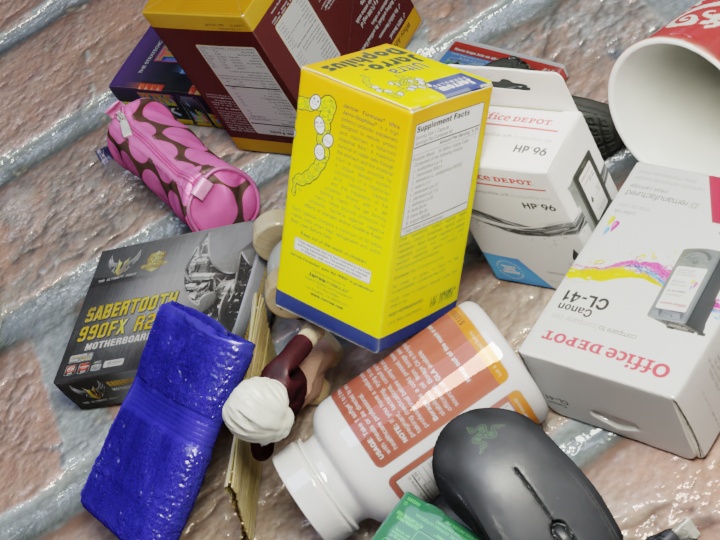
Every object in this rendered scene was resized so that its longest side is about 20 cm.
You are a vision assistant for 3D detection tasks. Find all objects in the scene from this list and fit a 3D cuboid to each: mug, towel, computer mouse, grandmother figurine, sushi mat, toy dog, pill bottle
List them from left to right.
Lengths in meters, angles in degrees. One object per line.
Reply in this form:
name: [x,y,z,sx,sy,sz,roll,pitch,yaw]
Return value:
towel: [-0.165,0.130,1.338,0.148,0.049,0.201,21,90,60]
sushi mat: [-0.090,0.123,1.340,0.012,0.096,0.201,0,49,6]
grandmother figurine: [-0.064,0.098,1.284,0.060,0.200,0.122,12,97,10]
toy dog: [0.000,0.000,1.419,0.199,0.097,0.132,4,50,16]
pill bottle: [0.036,0.122,1.249,0.200,0.112,0.112,-34,42,-1]
computer mouse: [0.131,0.167,1.134,0.138,0.053,0.200,-38,66,-16]
mug: [0.319,-0.153,1.316,0.133,0.178,0.200,-4,29,50]

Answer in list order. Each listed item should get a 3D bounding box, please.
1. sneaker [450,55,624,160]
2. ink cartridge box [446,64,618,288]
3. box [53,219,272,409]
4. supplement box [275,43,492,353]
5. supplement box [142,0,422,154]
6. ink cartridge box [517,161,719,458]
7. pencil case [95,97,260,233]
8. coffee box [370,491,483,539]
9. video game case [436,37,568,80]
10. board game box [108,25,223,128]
sneaker: [0.147,-0.151,1.441,0.199,0.076,0.091,11,55,21]
ink cartridge box: [0.134,-0.071,1.297,0.116,0.200,0.068,9,57,37]
box: [-0.172,0.040,1.488,0.199,0.048,0.159,-10,48,30]
supplement box: [0.016,-0.058,1.247,0.109,0.201,0.109,25,30,31]
supplement box: [-0.070,-0.250,1.585,0.132,0.200,0.198,9,58,37]
ink cartridge box: [0.236,0.025,1.235,0.147,0.086,0.200,15,60,40]
pencil case: [-0.181,-0.101,1.599,0.091,0.094,0.200,-43,44,-10]
coffee box: [0.026,0.270,1.154,0.123,0.044,0.200,27,69,28]
video game case: [0.085,-0.132,1.519,0.143,0.017,0.200,22,66,42]
board game box: [-0.154,-0.249,1.743,0.165,0.057,0.201,9,57,36]
